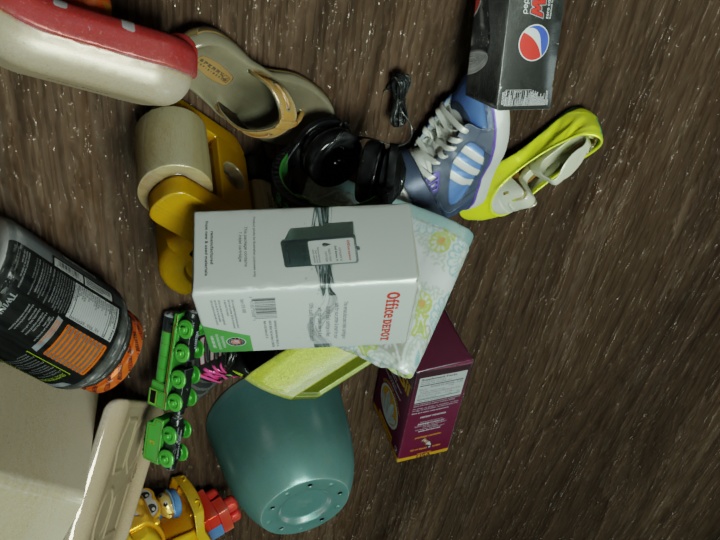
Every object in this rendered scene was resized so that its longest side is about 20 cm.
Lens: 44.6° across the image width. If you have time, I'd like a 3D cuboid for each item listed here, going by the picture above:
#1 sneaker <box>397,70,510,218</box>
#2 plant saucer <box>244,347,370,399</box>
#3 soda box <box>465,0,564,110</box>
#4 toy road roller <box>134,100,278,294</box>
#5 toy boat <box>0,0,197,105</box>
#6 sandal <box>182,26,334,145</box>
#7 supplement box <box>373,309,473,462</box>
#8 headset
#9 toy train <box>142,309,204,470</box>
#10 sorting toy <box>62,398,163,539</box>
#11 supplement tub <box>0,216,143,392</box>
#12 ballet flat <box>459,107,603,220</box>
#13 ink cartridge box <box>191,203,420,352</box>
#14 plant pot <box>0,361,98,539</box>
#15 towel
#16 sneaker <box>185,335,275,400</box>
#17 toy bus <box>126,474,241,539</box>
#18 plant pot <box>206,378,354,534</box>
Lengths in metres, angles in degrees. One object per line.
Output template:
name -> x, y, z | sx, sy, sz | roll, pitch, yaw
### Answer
sneaker -> 0.076, -0.126, 0.965 | 0.144, 0.081, 0.202 | -16, 143, -18
plant saucer -> -0.023, 0.100, 1.067 | 0.198, 0.048, 0.200 | -32, 168, 4
soda box -> 0.151, -0.259, 0.835 | 0.062, 0.071, 0.203 | -5, 114, -21
toy road roller -> -0.169, -0.057, 0.885 | 0.145, 0.124, 0.199 | -31, 140, 22
toy boat -> -0.225, -0.217, 0.712 | 0.197, 0.130, 0.133 | 11, 94, -31
sandal -> -0.101, -0.165, 0.853 | 0.080, 0.054, 0.199 | -43, 142, 19
supplement box -> 0.083, 0.159, 1.233 | 0.084, 0.111, 0.202 | -9, 135, -18
headset -> -0.005, -0.119, 0.876 | 0.200, 0.122, 0.095 | -45, 152, -41
toy train -> -0.225, 0.140, 1.052 | 0.042, 0.056, 0.203 | -12, 114, -63
sorting toy -> -0.297, 0.244, 1.047 | 0.036, 0.188, 0.200 | 14, 170, 4
supplement tub -> -0.325, 0.044, 0.901 | 0.122, 0.123, 0.200 | -35, 138, 10
ballet flat -> 0.205, -0.115, 1.053 | 0.199, 0.067, 0.067 | -38, 138, 13
ink cartridge box -> -0.050, 0.010, 0.817 | 0.196, 0.084, 0.147 | -2, 154, -4
plant pot -> -0.417, 0.218, 0.991 | 0.175, 0.201, 0.201 | 19, 123, -23
towel -> 0.000, 0.000, 0.935 | 0.173, 0.197, 0.048 | -65, 163, -13
sneaker -> -0.160, 0.106, 1.073 | 0.199, 0.088, 0.073 | -42, 136, 17
toy bus -> -0.270, 0.365, 1.259 | 0.190, 0.136, 0.202 | -29, 138, -17
plant pot -> -0.098, 0.257, 1.202 | 0.197, 0.162, 0.202 | -14, 138, -13
